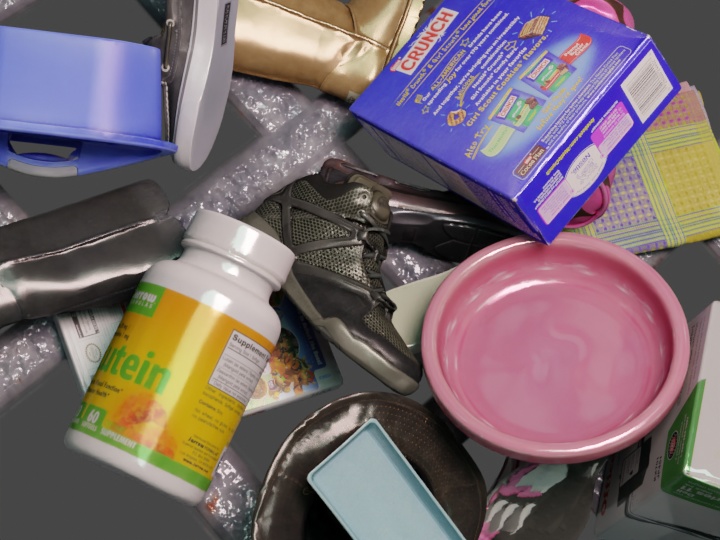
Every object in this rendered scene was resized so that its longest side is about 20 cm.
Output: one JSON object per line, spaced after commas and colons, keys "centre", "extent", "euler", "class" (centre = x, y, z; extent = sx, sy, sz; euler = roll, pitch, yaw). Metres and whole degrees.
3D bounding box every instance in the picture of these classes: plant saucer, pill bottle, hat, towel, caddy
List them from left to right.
{"centre": [-0.236, -0.123, 1.482], "extent": [0.200, 0.141, 0.105], "euler": [6, 89, -5], "class": "caddy"}
{"centre": [-0.126, 0.061, 1.431], "extent": [0.111, 0.111, 0.200], "euler": [26, 80, -6], "class": "pill bottle"}
{"centre": [-0.006, 0.192, 1.467], "extent": [0.201, 0.081, 0.201], "euler": [2, 85, -24], "class": "hat"}
{"centre": [0.040, 0.206, 1.432], "extent": [0.070, 0.019, 0.200], "euler": [-41, 102, -21], "class": "plant saucer"}
{"centre": [0.146, 0.064, 1.473], "extent": [0.200, 0.051, 0.201], "euler": [-2, 54, 3], "class": "plant saucer"}
{"centre": [0.231, -0.080, 1.677], "extent": [0.200, 0.023, 0.144], "euler": [-14, 75, -20], "class": "towel"}

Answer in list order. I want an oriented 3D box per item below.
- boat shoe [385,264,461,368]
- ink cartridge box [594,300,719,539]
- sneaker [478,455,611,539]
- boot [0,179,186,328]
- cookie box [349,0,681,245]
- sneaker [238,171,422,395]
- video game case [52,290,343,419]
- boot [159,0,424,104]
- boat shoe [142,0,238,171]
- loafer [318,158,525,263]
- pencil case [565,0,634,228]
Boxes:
{"centre": [0.092, 0.031, 1.568], "extent": [0.201, 0.072, 0.070], "euler": [-16, 67, -14], "class": "boat shoe"}
{"centre": [0.261, 0.130, 1.511], "extent": [0.083, 0.200, 0.147], "euler": [17, 65, -7], "class": "ink cartridge box"}
{"centre": [0.148, 0.155, 1.540], "extent": [0.080, 0.086, 0.200], "euler": [42, 84, -16], "class": "sneaker"}
{"centre": [-0.246, -0.037, 1.488], "extent": [0.200, 0.066, 0.165], "euler": [-19, 70, -19], "class": "boot"}
{"centre": [0.120, -0.137, 1.544], "extent": [0.171, 0.075, 0.200], "euler": [-49, 47, -8], "class": "cookie box"}
{"centre": [0.000, 0.000, 1.492], "extent": [0.114, 0.076, 0.199], "euler": [-42, 62, 3], "class": "sneaker"}
{"centre": [-0.129, 0.053, 1.524], "extent": [0.200, 0.018, 0.143], "euler": [-16, 75, -21], "class": "video game case"}
{"centre": [-0.050, -0.232, 1.628], "extent": [0.200, 0.066, 0.175], "euler": [19, 66, -8], "class": "boot"}
{"centre": [-0.141, -0.181, 1.550], "extent": [0.066, 0.070, 0.200], "euler": [13, 109, 14], "class": "boat shoe"}
{"centre": [0.059, -0.051, 1.591], "extent": [0.200, 0.072, 0.063], "euler": [9, 64, -10], "class": "loafer"}
{"centre": [0.172, -0.138, 1.621], "extent": [0.094, 0.091, 0.200], "euler": [30, 51, -29], "class": "pencil case"}
